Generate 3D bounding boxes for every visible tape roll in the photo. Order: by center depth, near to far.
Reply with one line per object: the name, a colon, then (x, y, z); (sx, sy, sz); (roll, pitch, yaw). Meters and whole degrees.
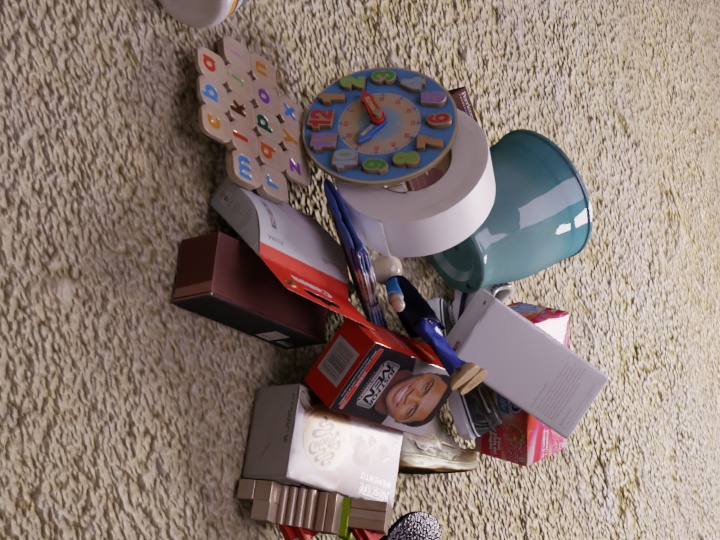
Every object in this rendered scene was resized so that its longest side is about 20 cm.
tape roll: (0.068, -0.115, 1.682); (0.071, 0.200, 0.204); (72, 35, -50)

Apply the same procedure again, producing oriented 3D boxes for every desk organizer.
desk organizer: (-0.126, 0.026, 1.590); (0.199, 0.071, 0.078); (26, 62, -45)

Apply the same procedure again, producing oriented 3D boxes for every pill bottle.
pill bottle: (-0.152, -0.379, 1.588); (0.200, 0.115, 0.117); (-49, 120, -43)

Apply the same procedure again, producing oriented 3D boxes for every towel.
towel: (0.000, 0.000, 1.673); (0.148, 0.024, 0.201); (-114, -175, -48)

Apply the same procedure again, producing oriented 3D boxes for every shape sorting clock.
shape sorting clock: (0.024, -0.185, 1.676); (0.039, 0.197, 0.202); (73, 34, -51)

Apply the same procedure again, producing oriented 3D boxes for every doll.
doll: (0.075, 0.061, 1.643); (0.201, 0.048, 0.136); (52, 7, 22)

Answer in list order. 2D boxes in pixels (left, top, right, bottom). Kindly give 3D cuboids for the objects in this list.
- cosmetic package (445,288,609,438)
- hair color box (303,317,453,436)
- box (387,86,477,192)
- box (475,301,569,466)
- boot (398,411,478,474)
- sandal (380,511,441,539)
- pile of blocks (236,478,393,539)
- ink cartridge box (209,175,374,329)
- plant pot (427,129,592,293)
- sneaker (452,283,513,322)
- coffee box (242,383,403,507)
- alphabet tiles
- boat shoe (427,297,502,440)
cosmetic package: (0.211, 0.120, 1.729); (0.199, 0.074, 0.102); (35, 92, -15)
hair color box: (0.031, 0.131, 1.640); (0.199, 0.061, 0.102); (22, 106, -51)
box: (0.089, -0.174, 1.872); (0.200, 0.074, 0.101); (-39, 112, -47)
box: (0.222, 0.154, 1.843); (0.099, 0.095, 0.203); (-13, 107, -46)
boot: (0.093, 0.198, 1.823); (0.199, 0.071, 0.157); (14, 69, -51)
sandal: (0.027, 0.383, 1.743); (0.199, 0.045, 0.076); (-39, 108, -30)
pile of blocks: (-0.055, 0.299, 1.601); (0.197, 0.082, 0.063); (13, 71, -11)
ink cartridge box: (-0.070, -0.023, 1.580); (0.162, 0.200, 0.057); (26, 99, -44)
plant pot: (0.192, -0.070, 1.890); (0.187, 0.199, 0.202); (-29, 107, -28)
sneaker: (0.166, 0.100, 1.889); (0.077, 0.079, 0.202); (62, 34, -56)
coffee box: (-0.042, 0.223, 1.648); (0.199, 0.079, 0.115); (28, 64, -43)
alphabet tiles: (-0.131, -0.182, 1.619); (0.195, 0.014, 0.203); (25, 50, -48)
boat shoe: (0.142, 0.127, 1.802); (0.072, 0.070, 0.203); (41, 31, -69)
